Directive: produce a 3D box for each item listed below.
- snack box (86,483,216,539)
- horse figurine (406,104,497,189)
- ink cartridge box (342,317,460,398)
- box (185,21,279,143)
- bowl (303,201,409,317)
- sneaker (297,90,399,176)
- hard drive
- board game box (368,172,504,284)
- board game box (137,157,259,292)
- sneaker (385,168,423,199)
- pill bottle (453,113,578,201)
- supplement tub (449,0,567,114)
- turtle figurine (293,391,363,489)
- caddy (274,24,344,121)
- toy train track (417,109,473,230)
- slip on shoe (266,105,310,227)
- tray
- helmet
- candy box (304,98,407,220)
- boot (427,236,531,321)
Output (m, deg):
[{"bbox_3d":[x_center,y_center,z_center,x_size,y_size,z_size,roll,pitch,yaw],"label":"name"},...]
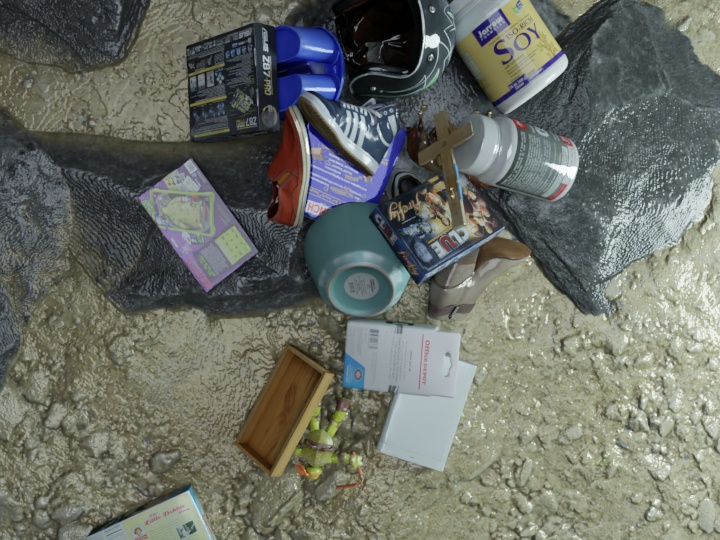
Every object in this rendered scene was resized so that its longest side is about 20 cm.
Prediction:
[{"bbox_3d":[-0.370,0.477,1.306,0.197,0.037,0.118,-23,96,-2],"label":"snack box"},{"bbox_3d":[0.157,-0.214,1.279,0.196,0.050,0.135,-1,112,-21],"label":"horse figurine"},{"bbox_3d":[0.073,0.151,1.281,0.196,0.067,0.119,5,92,9],"label":"ink cartridge box"},{"bbox_3d":[-0.211,-0.298,1.192,0.049,0.198,0.165,-4,94,-45],"label":"box"},{"bbox_3d":[0.000,0.000,1.219,0.196,0.106,0.203,1,131,1],"label":"bowl"},{"bbox_3d":[-0.012,-0.246,1.156,0.109,0.070,0.200,-54,137,-3],"label":"sneaker"},{"bbox_3d":[0.119,0.248,1.334,0.129,0.026,0.204,18,93,-6],"label":"hard drive"},{"bbox_3d":[0.128,-0.079,1.198,0.198,0.035,0.136,-29,78,-33],"label":"board game box"},{"bbox_3d":[-0.280,-0.078,1.278,0.119,0.032,0.202,-36,95,-5],"label":"board game box"},{"bbox_3d":[0.116,-0.092,1.283,0.074,0.080,0.200,-44,98,-2],"label":"sneaker"},{"bbox_3d":[0.259,-0.193,1.240,0.197,0.113,0.116,11,93,-27],"label":"pill bottle"},{"bbox_3d":[0.239,-0.385,1.237,0.145,0.145,0.201,-37,96,-1],"label":"supplement tub"},{"bbox_3d":[-0.081,0.298,1.300,0.196,0.064,0.165,11,86,7],"label":"turtle figurine"},{"bbox_3d":[-0.110,-0.319,1.198,0.104,0.198,0.145,-8,99,-45],"label":"caddy"},{"bbox_3d":[0.151,-0.162,1.186,0.032,0.114,0.204,12,63,-43],"label":"toy train track"},{"bbox_3d":[-0.116,-0.160,1.158,0.060,0.074,0.203,-3,125,-18],"label":"slip on shoe"},{"bbox_3d":[-0.134,0.244,1.286,0.098,0.037,0.202,30,91,31],"label":"tray"},{"bbox_3d":[0.060,-0.377,1.194,0.187,0.200,0.204,-13,95,6],"label":"helmet"},{"bbox_3d":[-0.035,-0.177,1.266,0.166,0.077,0.203,23,91,-7],"label":"candy box"},{"bbox_3d":[0.203,0.019,1.298,0.197,0.070,0.148,1,121,-33],"label":"boot"}]
